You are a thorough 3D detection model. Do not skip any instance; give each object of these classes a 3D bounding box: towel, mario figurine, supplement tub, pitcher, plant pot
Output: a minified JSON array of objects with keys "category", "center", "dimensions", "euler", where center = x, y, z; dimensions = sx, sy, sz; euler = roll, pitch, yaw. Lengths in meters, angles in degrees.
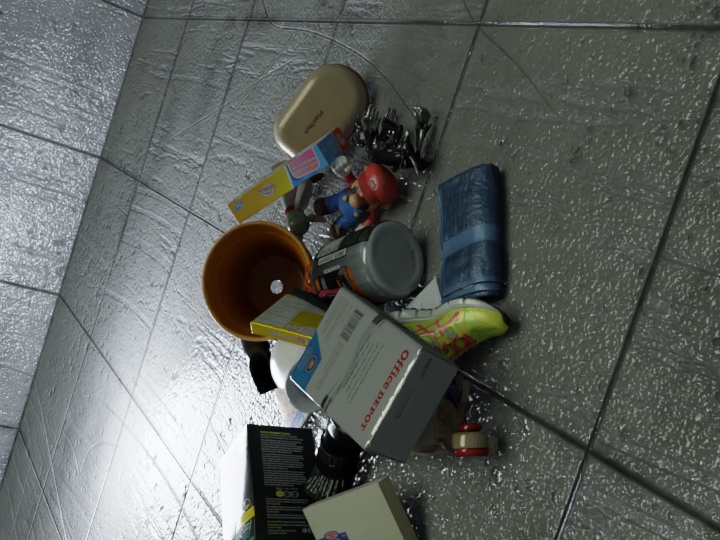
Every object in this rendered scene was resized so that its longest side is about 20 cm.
[{"category":"towel","center":[0.157,-0.048,1.289],"dimensions":[0.111,0.048,0.205],"euler":[-25,56,50]},{"category":"mario figurine","center":[-0.017,-0.115,1.524],"dimensions":[0.199,0.122,0.108],"euler":[-32,42,55]},{"category":"supplement tub","center":[0.000,0.000,1.444],"dimensions":[0.199,0.121,0.125],"euler":[-20,60,53]},{"category":"pitcher","center":[-0.060,0.144,1.454],"dimensions":[0.123,0.169,0.200],"euler":[64,170,-9]},{"category":"plant pot","center":[-0.165,0.024,1.610],"dimensions":[0.183,0.196,0.205],"euler":[29,-104,-82]}]

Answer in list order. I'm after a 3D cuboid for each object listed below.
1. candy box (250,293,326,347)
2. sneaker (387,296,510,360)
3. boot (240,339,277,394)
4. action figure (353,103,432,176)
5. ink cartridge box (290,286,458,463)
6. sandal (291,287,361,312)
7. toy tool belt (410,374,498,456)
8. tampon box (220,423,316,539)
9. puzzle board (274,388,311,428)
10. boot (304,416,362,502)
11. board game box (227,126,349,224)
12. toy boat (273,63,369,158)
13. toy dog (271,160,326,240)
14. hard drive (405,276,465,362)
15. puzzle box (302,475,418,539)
[{"category":"candy box","center":[-0.066,0.086,1.405],"dimensions":[0.197,0.102,0.027],"euler":[12,119,31]},{"category":"sneaker","center":[0.115,0.098,1.229],"dimensions":[0.197,0.078,0.092],"euler":[-14,53,34]},{"category":"boot","center":[-0.216,0.116,1.692],"dimensions":[0.065,0.166,0.201],"euler":[-29,33,5]},{"category":"action figure","center":[0.051,-0.222,1.468],"dimensions":[0.200,0.116,0.104],"euler":[-128,43,-60]},{"category":"ink cartridge box","center":[0.014,0.134,1.185],"dimensions":[0.199,0.085,0.148],"euler":[34,94,49]},{"category":"sandal","center":[-0.033,0.046,1.366],"dimensions":[0.198,0.074,0.046],"euler":[22,89,46]},{"category":"toy tool belt","center":[0.095,0.188,1.216],"dimensions":[0.198,0.123,0.126],"euler":[-15,72,53]},{"category":"tampon box","center":[-0.152,0.382,1.494],"dimensions":[0.150,0.124,0.203],"euler":[-52,37,45]},{"category":"puzzle board","center":[-0.093,0.182,1.610],"dimensions":[0.202,0.017,0.152],"euler":[-59,36,25]},{"category":"boot","center":[-0.030,0.288,1.367],"dimensions":[0.211,0.078,0.161],"euler":[165,121,-87]},{"category":"board game box","center":[-0.124,-0.167,1.567],"dimensions":[0.198,0.041,0.153],"euler":[-31,10,22]},{"category":"toy boat","center":[-0.066,-0.295,1.696],"dimensions":[0.201,0.130,0.131],"euler":[-49,2,20]},{"category":"toy dog","center":[-0.103,-0.135,1.695],"dimensions":[0.094,0.133,0.203],"euler":[-20,54,1]},{"category":"hard drive","center":[0.077,0.123,1.360],"dimensions":[0.200,0.025,0.134],"euler":[-48,40,36]},{"category":"puzzle box","center":[0.003,0.384,1.304],"dimensions":[0.199,0.025,0.135],"euler":[-32,82,47]}]
